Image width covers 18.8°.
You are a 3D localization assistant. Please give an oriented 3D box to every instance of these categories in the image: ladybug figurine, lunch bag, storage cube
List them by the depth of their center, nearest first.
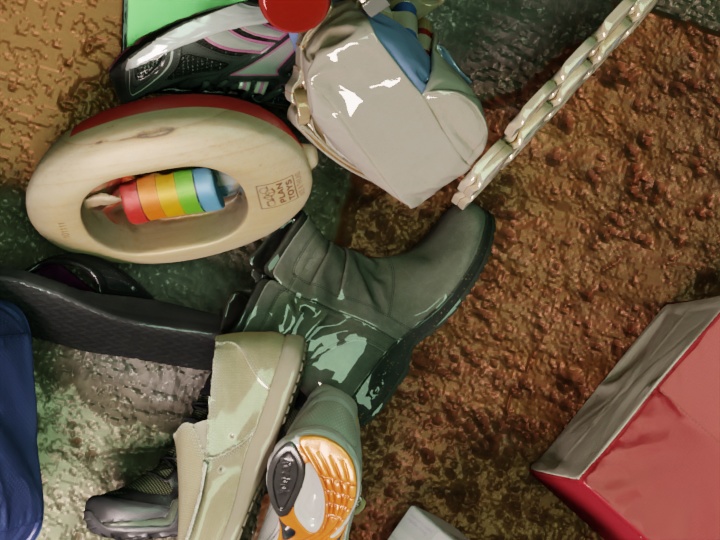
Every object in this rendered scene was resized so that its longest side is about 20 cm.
[{"bbox_3d":[-0.294,0.100,1.407,0.135,0.132,0.201,-5,92,19],"label":"lunch bag"},{"bbox_3d":[-0.127,-0.068,1.473,0.199,0.136,0.072,-7,51,4],"label":"ladybug figurine"},{"bbox_3d":[0.250,0.139,1.528,0.180,0.200,0.171,42,84,-4],"label":"storage cube"}]

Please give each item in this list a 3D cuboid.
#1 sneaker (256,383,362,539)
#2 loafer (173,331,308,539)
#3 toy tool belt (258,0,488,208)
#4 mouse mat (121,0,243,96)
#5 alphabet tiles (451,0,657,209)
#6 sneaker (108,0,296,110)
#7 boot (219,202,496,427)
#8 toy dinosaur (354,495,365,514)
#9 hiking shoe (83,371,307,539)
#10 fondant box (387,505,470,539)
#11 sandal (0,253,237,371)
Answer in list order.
[{"bbox_3d":[-0.032,0.165,1.455,0.075,0.092,0.200,18,126,1],"label":"sneaker"},{"bbox_3d":[-0.094,0.130,1.439,0.068,0.076,0.201,20,83,6],"label":"loafer"},{"bbox_3d":[0.001,-0.146,1.449,0.125,0.123,0.200,-33,117,17],"label":"toy tool belt"},{"bbox_3d":[-0.069,-0.202,1.537,0.199,0.008,0.162,2,92,-12],"label":"mouse mat"},{"bbox_3d":[0.136,-0.121,1.491,0.015,0.196,0.200,43,82,4],"label":"alphabet tiles"},{"bbox_3d":[-0.070,-0.145,1.496,0.199,0.080,0.087,-21,98,-11],"label":"sneaker"},{"bbox_3d":[0.000,0.000,1.507,0.131,0.068,0.200,42,68,-16],"label":"boot"},{"bbox_3d":[-0.036,0.234,1.536,0.088,0.047,0.200,20,106,-30],"label":"toy dinosaur"},{"bbox_3d":[-0.105,0.124,1.513,0.199,0.076,0.101,-17,87,-21],"label":"hiking shoe"},{"bbox_3d":[0.034,0.282,1.476,0.058,0.144,0.200,32,92,-41],"label":"fondant box"},{"bbox_3d":[-0.173,0.024,1.496,0.200,0.075,0.048,15,59,-21],"label":"sandal"}]
